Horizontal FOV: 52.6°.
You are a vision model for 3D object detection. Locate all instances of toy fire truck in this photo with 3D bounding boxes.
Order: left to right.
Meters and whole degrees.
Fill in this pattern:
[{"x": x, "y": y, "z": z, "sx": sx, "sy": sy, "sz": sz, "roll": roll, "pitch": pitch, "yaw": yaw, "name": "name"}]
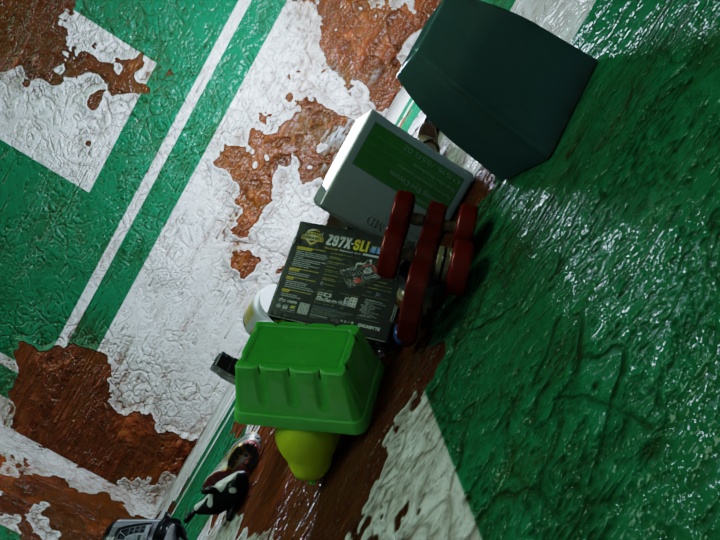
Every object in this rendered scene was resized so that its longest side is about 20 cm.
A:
[{"x": 0.080, "y": 0.006, "z": 0.938, "sx": 0.201, "sy": 0.110, "sz": 0.171, "roll": -70, "pitch": -10, "yaw": -52, "name": "toy fire truck"}]

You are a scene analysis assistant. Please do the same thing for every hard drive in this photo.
[{"x": -0.210, "y": 0.232, "z": 1.479, "sx": 0.038, "sy": 0.198, "sz": 0.140, "roll": -61, "pitch": 10, "yaw": -18, "name": "hard drive"}]

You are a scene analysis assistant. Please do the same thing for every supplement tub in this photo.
[{"x": -0.327, "y": 0.149, "z": 2.583, "sx": 0.200, "sy": 0.144, "sz": 0.147, "roll": -47, "pitch": 15, "yaw": 53, "name": "supplement tub"}]

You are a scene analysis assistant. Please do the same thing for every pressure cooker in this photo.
[{"x": -0.520, "y": 0.697, "z": 1.782, "sx": 0.179, "sy": 0.195, "sz": 0.180, "roll": -53, "pitch": -37, "yaw": -84, "name": "pressure cooker"}]

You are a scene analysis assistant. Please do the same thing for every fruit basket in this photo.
[{"x": -0.071, "y": 0.186, "z": 1.025, "sx": 0.216, "sy": 0.213, "sz": 0.157, "roll": -52, "pitch": 11, "yaw": 41, "name": "fruit basket"}]

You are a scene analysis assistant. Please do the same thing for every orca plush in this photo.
[{"x": -0.299, "y": 0.500, "z": 1.542, "sx": 0.198, "sy": 0.105, "sz": 0.072, "roll": -32, "pitch": 59, "yaw": 19, "name": "orca plush"}]

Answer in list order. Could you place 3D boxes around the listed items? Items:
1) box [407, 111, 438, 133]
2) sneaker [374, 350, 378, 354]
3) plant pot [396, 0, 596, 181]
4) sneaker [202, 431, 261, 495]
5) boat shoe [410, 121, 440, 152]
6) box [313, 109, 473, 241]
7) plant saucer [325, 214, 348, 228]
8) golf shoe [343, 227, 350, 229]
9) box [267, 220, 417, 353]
[{"x": 0.138, "y": -0.310, "z": 1.737, "sx": 0.203, "sy": 0.045, "sz": 0.159, "roll": -64, "pitch": 10, "yaw": -23, "name": "box"}, {"x": -0.025, "y": 0.158, "z": 1.133, "sx": 0.202, "sy": 0.071, "sz": 0.072, "roll": -58, "pitch": -15, "yaw": 21, "name": "sneaker"}, {"x": 0.156, "y": -0.238, "z": 0.913, "sx": 0.143, "sy": 0.198, "sz": 0.141, "roll": -61, "pitch": 10, "yaw": -11, "name": "plant pot"}, {"x": -0.285, "y": 0.450, "z": 1.658, "sx": 0.200, "sy": 0.078, "sz": 0.082, "roll": -48, "pitch": 8, "yaw": 18, "name": "sneaker"}, {"x": 0.133, "y": -0.232, "z": 1.463, "sx": 0.072, "sy": 0.075, "sz": 0.203, "roll": -44, "pitch": 27, "yaw": 46, "name": "boat shoe"}, {"x": 0.046, "y": -0.134, "z": 1.203, "sx": 0.173, "sy": 0.197, "sz": 0.200, "roll": -59, "pitch": 9, "yaw": 3, "name": "box"}, {"x": 0.017, "y": -0.071, "z": 1.365, "sx": 0.036, "sy": 0.199, "sz": 0.203, "roll": 31, "pitch": 91, "yaw": 40, "name": "plant saucer"}, {"x": 0.000, "y": 0.000, "z": 1.219, "sx": 0.094, "sy": 0.200, "sz": 0.078, "roll": -42, "pitch": 53, "yaw": 7, "name": "golf shoe"}, {"x": -0.024, "y": 0.021, "z": 1.082, "sx": 0.050, "sy": 0.196, "sz": 0.162, "roll": 62, "pitch": -137, "yaw": -59, "name": "box"}]
